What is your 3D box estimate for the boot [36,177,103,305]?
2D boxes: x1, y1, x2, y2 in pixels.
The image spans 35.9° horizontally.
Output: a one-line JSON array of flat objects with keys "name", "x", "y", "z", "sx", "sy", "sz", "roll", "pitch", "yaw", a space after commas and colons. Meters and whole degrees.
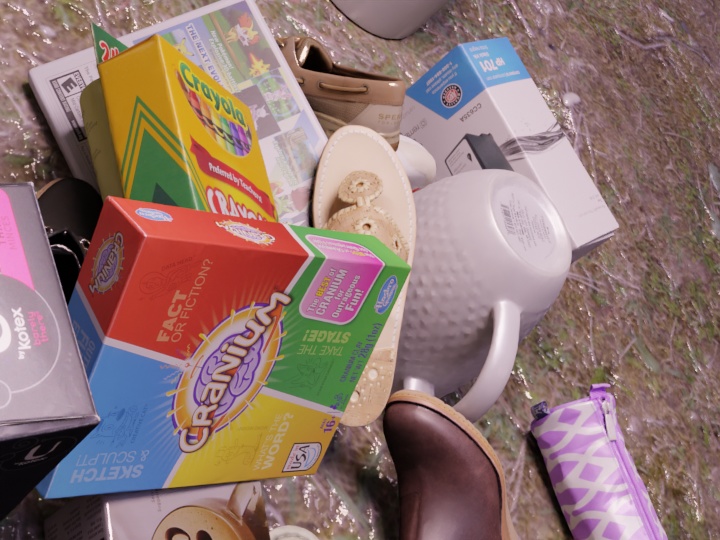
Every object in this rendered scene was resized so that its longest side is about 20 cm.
[{"name": "boot", "x": -0.175, "y": -0.006, "z": 0.655, "sx": 0.076, "sy": 0.139, "sz": 0.202, "roll": 16, "pitch": 49, "yaw": -17}]

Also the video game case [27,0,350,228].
[{"name": "video game case", "x": -0.117, "y": -0.088, "z": 0.807, "sx": 0.180, "sy": 0.022, "sz": 0.202, "roll": -25, "pitch": 79, "yaw": -20}]

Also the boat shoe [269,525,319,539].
[{"name": "boat shoe", "x": -0.032, "y": 0.262, "z": 0.673, "sx": 0.071, "sy": 0.061, "sz": 0.204, "roll": 0, "pitch": 62, "yaw": -30}]

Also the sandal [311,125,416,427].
[{"name": "sandal", "x": 0.006, "y": 0.000, "z": 0.765, "sx": 0.076, "sy": 0.070, "sz": 0.216, "roll": 4, "pitch": 85, "yaw": -9}]

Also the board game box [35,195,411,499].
[{"name": "board game box", "x": -0.076, "y": 0.047, "z": 0.620, "sx": 0.198, "sy": 0.155, "sz": 0.040, "roll": 5, "pitch": 25, "yaw": -48}]

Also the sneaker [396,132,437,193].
[{"name": "sneaker", "x": -0.017, "y": -0.058, "z": 0.886, "sx": 0.197, "sy": 0.071, "sz": 0.094, "roll": 0, "pitch": 50, "yaw": -32}]

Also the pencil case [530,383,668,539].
[{"name": "pencil case", "x": 0.216, "y": 0.198, "z": 0.942, "sx": 0.083, "sy": 0.085, "sz": 0.203, "roll": -6, "pitch": 67, "yaw": -44}]

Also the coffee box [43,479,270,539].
[{"name": "coffee box", "x": -0.102, "y": 0.225, "z": 0.616, "sx": 0.112, "sy": 0.080, "sz": 0.203, "roll": 11, "pitch": 55, "yaw": -40}]

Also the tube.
[{"name": "tube", "x": -0.144, "y": -0.033, "z": 0.723, "sx": 0.058, "sy": 0.052, "sz": 0.203, "roll": 14, "pitch": 52, "yaw": -51}]

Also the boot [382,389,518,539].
[{"name": "boot", "x": 0.048, "y": 0.203, "z": 0.761, "sx": 0.202, "sy": 0.072, "sz": 0.167, "roll": 60, "pitch": 41, "yaw": -20}]

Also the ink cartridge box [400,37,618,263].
[{"name": "ink cartridge box", "x": 0.111, "y": -0.080, "z": 0.988, "sx": 0.085, "sy": 0.146, "sz": 0.202, "roll": -18, "pitch": 75, "yaw": -50}]

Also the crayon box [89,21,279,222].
[{"name": "crayon box", "x": -0.104, "y": -0.060, "z": 0.711, "sx": 0.127, "sy": 0.050, "sz": 0.203, "roll": 30, "pitch": 40, "yaw": -64}]

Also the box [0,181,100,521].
[{"name": "box", "x": -0.219, "y": 0.061, "z": 0.522, "sx": 0.105, "sy": 0.200, "sz": 0.124, "roll": -5, "pitch": 66, "yaw": -41}]

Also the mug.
[{"name": "mug", "x": 0.072, "y": 0.027, "z": 0.852, "sx": 0.146, "sy": 0.175, "sz": 0.203, "roll": 25, "pitch": 47, "yaw": -29}]

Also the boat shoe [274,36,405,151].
[{"name": "boat shoe", "x": -0.046, "y": -0.156, "z": 0.886, "sx": 0.198, "sy": 0.065, "sz": 0.071, "roll": 26, "pitch": 28, "yaw": 25}]

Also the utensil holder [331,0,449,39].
[{"name": "utensil holder", "x": 0.061, "y": -0.351, "z": 1.092, "sx": 0.168, "sy": 0.199, "sz": 0.172, "roll": 25, "pitch": 46, "yaw": -30}]
